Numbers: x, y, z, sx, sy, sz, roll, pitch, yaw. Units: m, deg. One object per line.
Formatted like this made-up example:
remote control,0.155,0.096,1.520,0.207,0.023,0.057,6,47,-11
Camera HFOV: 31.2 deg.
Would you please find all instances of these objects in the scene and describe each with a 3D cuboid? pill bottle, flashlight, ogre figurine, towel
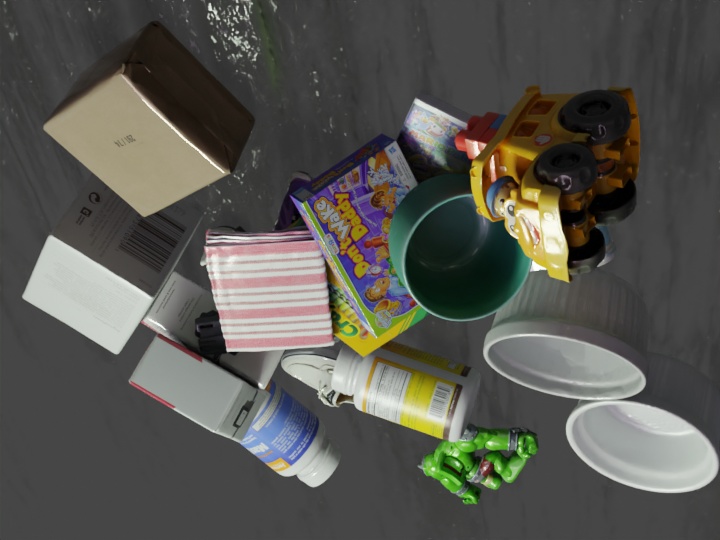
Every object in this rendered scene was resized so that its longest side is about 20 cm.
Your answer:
pill bottle,0.063,0.164,1.837,0.199,0.110,0.110,18,145,12
flashlight,-0.130,0.084,1.815,0.198,0.068,0.068,-9,179,-7
ogre figurine,0.171,0.283,1.937,0.119,0.099,0.200,23,158,-16
towel,-0.110,0.025,1.611,0.145,0.030,0.201,-2,133,4
pill bottle,-0.128,0.260,2.081,0.200,0.113,0.112,42,142,-20

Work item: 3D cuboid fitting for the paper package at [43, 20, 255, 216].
paper package,-0.261,-0.183,1.603,0.199,0.104,0.191,-20,124,45

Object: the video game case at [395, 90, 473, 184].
video game case,0.103,-0.116,1.531,0.142,0.018,0.200,26,145,1

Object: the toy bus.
toy bus,0.180,-0.103,1.348,0.191,0.200,0.136,13,138,28

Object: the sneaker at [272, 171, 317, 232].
sneaker,-0.079,-0.051,1.674,0.080,0.084,0.200,25,145,1

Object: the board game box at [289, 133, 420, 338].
board game box,0.022,-0.040,1.529,0.201,0.134,0.045,61,169,-26

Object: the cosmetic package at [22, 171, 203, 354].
cosmetic package,-0.350,-0.021,1.814,0.164,0.166,0.200,32,144,-8

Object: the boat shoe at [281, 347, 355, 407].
boat shoe,-0.035,0.169,1.941,0.198,0.070,0.071,13,144,17

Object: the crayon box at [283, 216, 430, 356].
crayon box,0.000,0.000,1.634,0.172,0.059,0.200,-35,121,27

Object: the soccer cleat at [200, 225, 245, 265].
soccer cleat,-0.168,0.026,1.826,0.069,0.087,0.201,0,138,32

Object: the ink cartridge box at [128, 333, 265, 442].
ink cartridge box,-0.228,0.171,1.837,0.144,0.084,0.200,28,172,9

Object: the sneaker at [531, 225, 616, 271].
sneaker,0.205,-0.047,1.526,0.199,0.074,0.083,-5,113,36

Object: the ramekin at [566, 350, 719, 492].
ramekin,0.378,0.195,1.687,0.199,0.098,0.201,18,145,13

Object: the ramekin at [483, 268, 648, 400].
ramekin,0.255,0.072,1.569,0.198,0.106,0.200,12,157,5

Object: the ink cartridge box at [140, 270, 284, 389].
ink cartridge box,-0.216,0.090,1.902,0.199,0.085,0.145,32,170,-9

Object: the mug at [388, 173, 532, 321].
mug,0.123,-0.034,1.473,0.183,0.114,0.153,-3,110,-12
